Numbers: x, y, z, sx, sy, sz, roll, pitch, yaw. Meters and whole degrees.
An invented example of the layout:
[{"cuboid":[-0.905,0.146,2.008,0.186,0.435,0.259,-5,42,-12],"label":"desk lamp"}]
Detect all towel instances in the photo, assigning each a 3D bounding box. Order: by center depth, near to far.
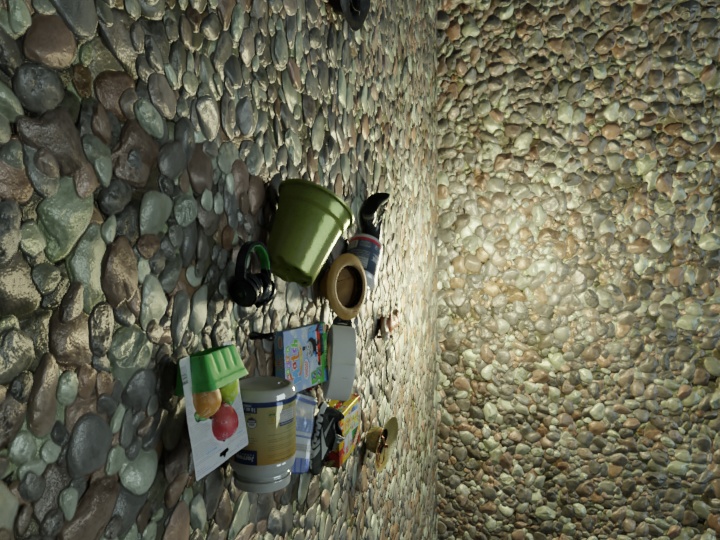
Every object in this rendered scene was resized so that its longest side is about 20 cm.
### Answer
[{"cuboid":[-0.159,0.433,1.597,0.147,0.023,0.207,46,48,-65],"label":"towel"}]

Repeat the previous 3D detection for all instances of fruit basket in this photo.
[{"cuboid":[-0.268,0.245,1.088,0.185,0.090,0.208,-15,102,-72],"label":"fruit basket"}]

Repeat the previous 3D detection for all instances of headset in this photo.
[{"cuboid":[-0.213,0.043,1.264,0.123,0.091,0.208,4,88,-72],"label":"headset"}]

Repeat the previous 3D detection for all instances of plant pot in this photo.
[{"cuboid":[-0.135,-0.075,1.393,0.202,0.194,0.189,61,47,-58],"label":"plant pot"}]

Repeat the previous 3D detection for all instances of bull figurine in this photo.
[{"cuboid":[0.112,0.198,2.372,0.200,0.063,0.126,-33,126,-70],"label":"bull figurine"}]

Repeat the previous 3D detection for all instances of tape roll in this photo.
[{"cuboid":[-0.060,0.258,1.684,0.202,0.068,0.210,-172,-90,-81],"label":"tape roll"}]

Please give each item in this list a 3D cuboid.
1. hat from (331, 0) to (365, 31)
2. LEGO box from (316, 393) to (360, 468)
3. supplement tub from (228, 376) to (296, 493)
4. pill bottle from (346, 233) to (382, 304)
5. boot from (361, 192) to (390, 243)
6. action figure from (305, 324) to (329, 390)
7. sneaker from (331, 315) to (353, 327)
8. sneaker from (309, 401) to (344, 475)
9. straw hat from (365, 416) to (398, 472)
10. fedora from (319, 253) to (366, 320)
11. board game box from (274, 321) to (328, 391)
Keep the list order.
[{"cuboid":[-0.043,-0.801,1.757,0.199,0.078,0.209,-20,112,-62],"label":"hat"},{"cuboid":[-0.064,0.477,1.816,0.199,0.074,0.155,-25,116,-71],"label":"LEGO box"},{"cuboid":[-0.203,0.336,1.245,0.144,0.139,0.208,-8,100,-72],"label":"supplement tub"},{"cuboid":[0.000,0.000,1.909,0.121,0.115,0.206,66,32,-54],"label":"pill bottle"},{"cuboid":[0.057,-0.178,2.157,0.205,0.071,0.158,-55,146,-53],"label":"boot"},{"cuboid":[-0.122,0.230,1.661,0.067,0.050,0.204,68,27,-42],"label":"action figure"},{"cuboid":[-0.058,0.224,1.841,0.079,0.071,0.208,-50,146,-76],"label":"sneaker"},{"cuboid":[-0.092,0.478,1.676,0.066,0.087,0.208,9,94,-75],"label":"sneaker"},{"cuboid":[0.063,0.631,2.232,0.200,0.083,0.208,-34,129,-55],"label":"straw hat"},{"cuboid":[-0.058,0.047,1.753,0.198,0.080,0.209,2,87,-56],"label":"fedora"},{"cuboid":[-0.147,0.220,1.522,0.198,0.035,0.157,-5,93,-61],"label":"board game box"}]
